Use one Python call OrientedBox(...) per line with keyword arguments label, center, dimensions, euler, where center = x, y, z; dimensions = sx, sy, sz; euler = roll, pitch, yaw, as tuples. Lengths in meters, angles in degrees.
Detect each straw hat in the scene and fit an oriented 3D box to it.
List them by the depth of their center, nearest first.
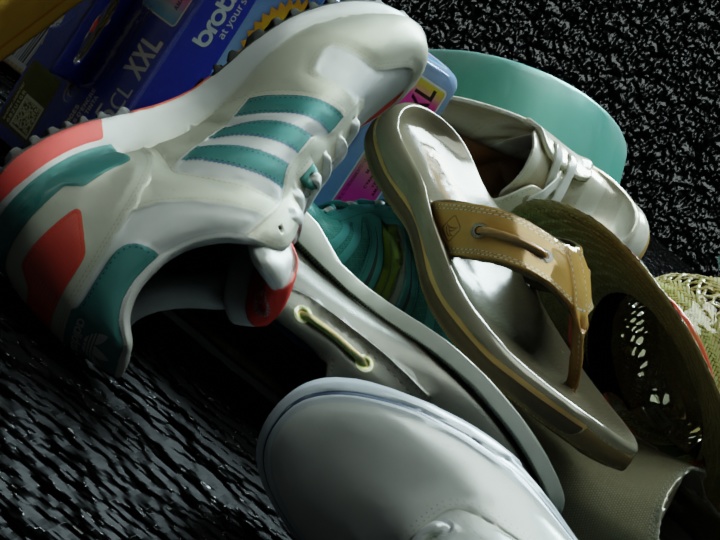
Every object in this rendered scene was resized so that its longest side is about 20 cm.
OrientedBox(label="straw hat", center=(0.143, 0.044, 0.978), dimensions=(0.201, 0.085, 0.202), euler=(49, -27, 37))

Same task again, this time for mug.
OrientedBox(label="mug", center=(0.048, -0.040, 1.213), dimensions=(0.183, 0.115, 0.152), euler=(13, -21, 13))

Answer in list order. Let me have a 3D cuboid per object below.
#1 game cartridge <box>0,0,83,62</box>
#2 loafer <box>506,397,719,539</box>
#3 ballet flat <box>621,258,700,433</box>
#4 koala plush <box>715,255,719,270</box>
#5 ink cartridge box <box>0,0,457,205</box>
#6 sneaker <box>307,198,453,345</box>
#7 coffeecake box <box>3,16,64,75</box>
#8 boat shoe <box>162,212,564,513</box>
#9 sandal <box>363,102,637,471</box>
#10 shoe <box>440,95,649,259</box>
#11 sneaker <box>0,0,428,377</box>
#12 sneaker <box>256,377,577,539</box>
OrientedBox(label="game cartridge", center=(-0.165, -0.168, 0.899), dimensions=(0.200, 0.176, 0.033), euler=(46, -10, 36))
OrientedBox(label="loafer", center=(0.107, 0.099, 0.895), dimensions=(0.200, 0.068, 0.076), euler=(41, 48, 2))
OrientedBox(label="ballet flat", center=(0.142, 0.070, 1.080), dimensions=(0.201, 0.072, 0.072), euler=(63, -2, -25))
OrientedBox(label="koala plush", center=(0.234, 0.053, 1.256), dimensions=(0.177, 0.200, 0.184), euler=(35, 10, -18))
OrientedBox(label="ink cartridge box", center=(-0.066, -0.079, 0.946), dimensions=(0.199, 0.137, 0.076), euler=(27, 9, -48))
OrientedBox(label="sneaker", center=(0.000, 0.000, 0.943), dimensions=(0.200, 0.080, 0.077), euler=(39, -20, -33))
OrientedBox(label="coffeecake box", center=(-0.114, -0.120, 1.144), dimensions=(0.153, 0.073, 0.200), euler=(37, 10, -10))
OrientedBox(label="boat shoe", center=(-0.009, 0.040, 0.839), dimensions=(0.202, 0.060, 0.072), euler=(43, -29, 6))
OrientedBox(label="sandal", center=(0.061, -0.005, 0.880), dimensions=(0.080, 0.054, 0.201), euler=(25, 31, -45))
OrientedBox(label="shoe", center=(0.058, -0.049, 1.100), dimensions=(0.198, 0.070, 0.053), euler=(20, -25, -5))
OrientedBox(label="sneaker", center=(-0.039, -0.026, 0.781), dimensions=(0.199, 0.071, 0.094), euler=(-28, 66, -32))
OrientedBox(label="sneaker", center=(0.047, 0.108, 0.687), dimensions=(0.200, 0.073, 0.071), euler=(40, 6, 5))
